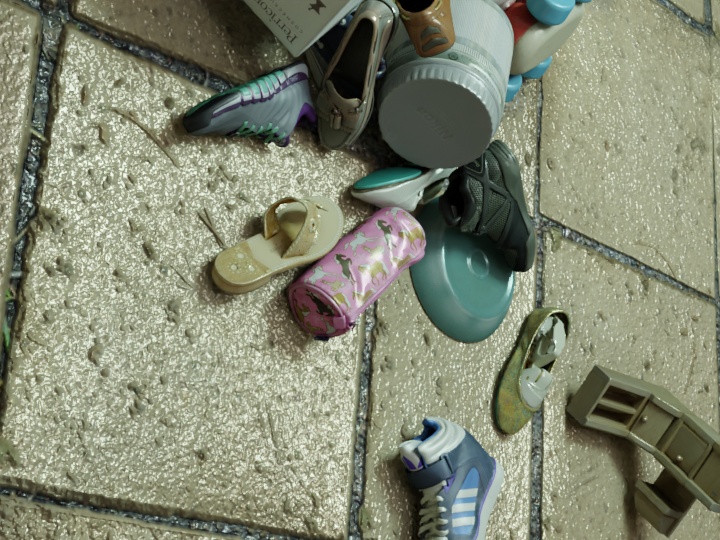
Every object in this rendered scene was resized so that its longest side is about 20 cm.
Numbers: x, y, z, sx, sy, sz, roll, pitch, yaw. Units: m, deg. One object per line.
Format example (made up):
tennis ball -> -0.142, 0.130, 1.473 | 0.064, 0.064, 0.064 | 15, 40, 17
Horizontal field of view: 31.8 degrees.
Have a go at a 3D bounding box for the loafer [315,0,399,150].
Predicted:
loafer -> -0.014, -0.227, 1.488 | 0.071, 0.201, 0.063 | 26, 31, 8

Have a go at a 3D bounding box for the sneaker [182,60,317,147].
sneaker -> -0.115, -0.173, 1.445 | 0.200, 0.074, 0.088 | -34, 107, -44

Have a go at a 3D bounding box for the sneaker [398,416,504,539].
sneaker -> 0.084, 0.275, 1.520 | 0.146, 0.080, 0.201 | 39, 58, -20

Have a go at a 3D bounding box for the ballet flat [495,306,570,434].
ballet flat -> 0.238, 0.130, 1.709 | 0.071, 0.070, 0.201 | 44, 52, -26

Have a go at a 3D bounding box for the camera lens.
camera lens -> 0.108, -0.248, 1.597 | 0.160, 0.159, 0.201 | 43, 40, -28

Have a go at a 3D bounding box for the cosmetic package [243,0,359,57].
cosmetic package -> -0.036, -0.380, 1.399 | 0.165, 0.200, 0.165 | 47, 49, -5

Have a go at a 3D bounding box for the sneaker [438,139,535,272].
sneaker -> 0.161, -0.065, 1.638 | 0.114, 0.076, 0.200 | -28, 132, -7

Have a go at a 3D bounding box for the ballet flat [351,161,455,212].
ballet flat -> 0.065, -0.109, 1.614 | 0.200, 0.069, 0.070 | -33, 102, -45

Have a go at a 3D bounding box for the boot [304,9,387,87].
boot -> -0.039, -0.314, 1.541 | 0.073, 0.090, 0.201 | -41, 108, -42

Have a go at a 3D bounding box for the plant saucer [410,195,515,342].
plant saucer -> 0.146, -0.006, 1.678 | 0.199, 0.036, 0.202 | 13, 71, -41

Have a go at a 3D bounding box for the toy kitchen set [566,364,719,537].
toy kitchen set -> 0.399, 0.270, 1.771 | 0.180, 0.200, 0.164 | 20, 107, -39

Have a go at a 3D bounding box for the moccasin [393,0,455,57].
moccasin -> 0.066, -0.330, 1.517 | 0.202, 0.073, 0.078 | -90, 159, -53

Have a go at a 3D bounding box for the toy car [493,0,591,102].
toy car -> 0.199, -0.380, 1.769 | 0.200, 0.185, 0.177 | 43, 47, 9

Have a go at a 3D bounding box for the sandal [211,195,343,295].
sandal -> -0.080, -0.048, 1.428 | 0.078, 0.070, 0.211 | 41, 47, 14

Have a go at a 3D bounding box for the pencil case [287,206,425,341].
pencil case -> 0.000, 0.000, 1.502 | 0.200, 0.082, 0.087 | -44, 109, -42
